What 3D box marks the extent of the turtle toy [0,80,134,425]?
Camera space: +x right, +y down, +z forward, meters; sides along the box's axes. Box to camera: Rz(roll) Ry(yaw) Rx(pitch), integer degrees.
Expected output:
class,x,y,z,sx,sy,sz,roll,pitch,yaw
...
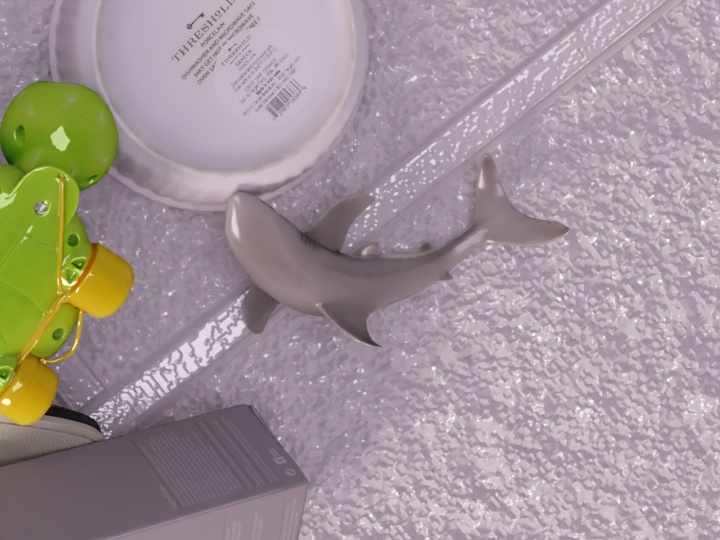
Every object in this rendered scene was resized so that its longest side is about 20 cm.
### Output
class,x,y,z,sx,sy,sz,roll,pitch,yaw
turtle toy,-0.206,-0.018,1.339,0.146,0.101,0.200,35,92,-22

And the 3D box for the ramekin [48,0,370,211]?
class,x,y,z,sx,sy,sz,roll,pitch,yaw
ramekin,-0.087,-0.136,1.423,0.200,0.105,0.201,0,93,-10

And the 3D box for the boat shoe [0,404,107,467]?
class,x,y,z,sx,sy,sz,roll,pitch,yaw
boat shoe,-0.246,0.087,1.376,0.200,0.068,0.072,6,131,-19

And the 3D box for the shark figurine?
class,x,y,z,sx,sy,sz,roll,pitch,yaw
shark figurine,0.013,0.009,1.450,0.214,0.090,0.128,-5,131,-26

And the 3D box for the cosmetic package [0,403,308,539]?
class,x,y,z,sx,sy,sz,roll,pitch,yaw
cosmetic package,-0.138,0.161,1.390,0.200,0.090,0.107,-9,130,-30
